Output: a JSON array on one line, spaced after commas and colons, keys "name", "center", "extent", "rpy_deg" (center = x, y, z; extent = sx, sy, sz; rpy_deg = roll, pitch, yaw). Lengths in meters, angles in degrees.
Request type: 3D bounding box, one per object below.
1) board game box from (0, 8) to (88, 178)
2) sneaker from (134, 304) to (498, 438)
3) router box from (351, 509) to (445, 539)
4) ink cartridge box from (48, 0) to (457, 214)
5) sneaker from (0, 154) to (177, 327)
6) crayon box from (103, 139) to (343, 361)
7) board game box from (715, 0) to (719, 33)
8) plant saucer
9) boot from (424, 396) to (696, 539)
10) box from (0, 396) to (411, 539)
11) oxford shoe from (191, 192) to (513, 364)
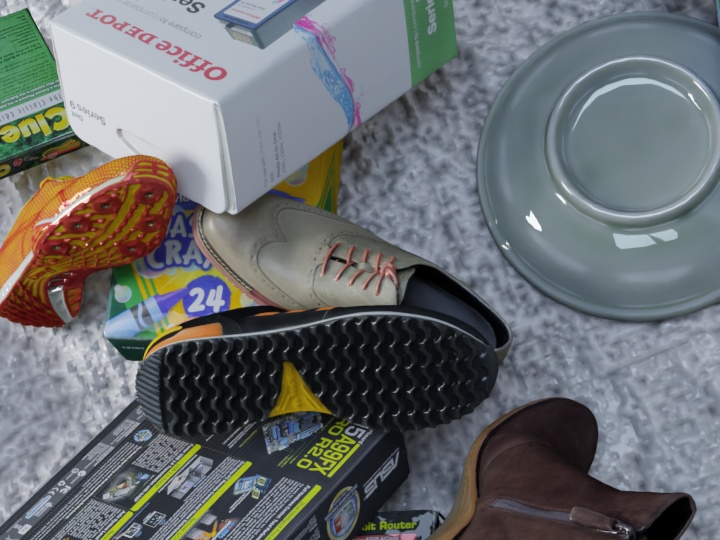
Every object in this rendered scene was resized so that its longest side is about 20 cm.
[{"name": "board game box", "center": [-0.279, -0.088, 1.339], "extent": [0.199, 0.023, 0.105], "rpy_deg": [-22, 62, -17]}, {"name": "sneaker", "center": [-0.024, 0.044, 1.200], "extent": [0.199, 0.090, 0.070], "rpy_deg": [-4, 110, 1]}, {"name": "router box", "center": [-0.047, 0.218, 1.212], "extent": [0.199, 0.062, 0.150], "rpy_deg": [-3, 70, 10]}, {"name": "ink cartridge box", "center": [-0.061, -0.136, 1.268], "extent": [0.145, 0.088, 0.200], "rpy_deg": [27, 52, 34]}, {"name": "sneaker", "center": [-0.170, -0.031, 1.264], "extent": [0.073, 0.200, 0.077], "rpy_deg": [12, 64, -30]}, {"name": "crayon box", "center": [-0.080, -0.045, 1.317], "extent": [0.125, 0.052, 0.201], "rpy_deg": [2, 71, 11]}, {"name": "board game box", "center": [0.311, -0.172, 1.272], "extent": [0.199, 0.037, 0.152], "rpy_deg": [-7, 51, 7]}, {"name": "plant saucer", "center": [0.165, -0.071, 1.279], "extent": [0.199, 0.050, 0.201], "rpy_deg": [-4, 70, 10]}, {"name": "boot", "center": [0.116, 0.131, 1.139], "extent": [0.166, 0.073, 0.200], "rpy_deg": [-10, 25, 46]}, {"name": "box", "center": [-0.092, 0.135, 1.188], "extent": [0.160, 0.044, 0.200], "rpy_deg": [15, 42, 32]}, {"name": "oxford shoe", "center": [0.000, 0.000, 1.234], "extent": [0.199, 0.075, 0.071], "rpy_deg": [25, 69, -10]}]
